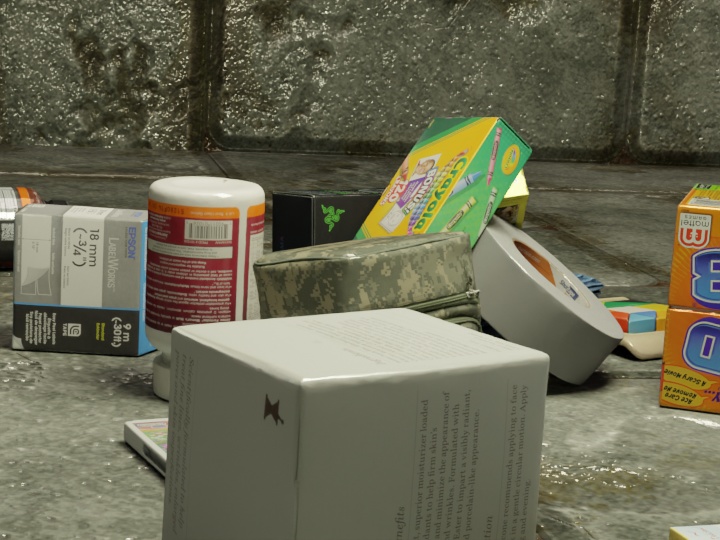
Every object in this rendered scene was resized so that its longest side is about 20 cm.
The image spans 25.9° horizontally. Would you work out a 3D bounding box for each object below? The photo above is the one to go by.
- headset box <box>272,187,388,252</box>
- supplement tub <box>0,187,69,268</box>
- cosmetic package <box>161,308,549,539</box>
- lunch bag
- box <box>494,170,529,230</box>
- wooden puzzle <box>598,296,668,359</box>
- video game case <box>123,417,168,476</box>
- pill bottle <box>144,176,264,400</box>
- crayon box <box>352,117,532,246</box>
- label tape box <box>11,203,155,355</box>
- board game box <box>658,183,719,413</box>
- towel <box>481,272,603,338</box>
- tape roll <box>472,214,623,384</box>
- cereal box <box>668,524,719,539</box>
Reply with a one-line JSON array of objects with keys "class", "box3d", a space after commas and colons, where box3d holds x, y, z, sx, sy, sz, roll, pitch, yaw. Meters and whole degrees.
[{"class": "headset box", "box3d": [0.000, 0.000, 1.670, 0.200, 0.175, 0.093, -2, 6, -32]}, {"class": "supplement tub", "box3d": [-0.477, -0.055, 2.024, 0.199, 0.107, 0.107, -1, 11, -24]}, {"class": "cosmetic package", "box3d": [-0.006, 0.124, 1.035, 0.200, 0.165, 0.165, -3, 12, -35]}, {"class": "lunch bag", "box3d": [0.015, 0.057, 1.403, 0.139, 0.168, 0.200, -2, 6, 41]}, {"class": "box", "box3d": [0.146, -0.063, 1.738, 0.050, 0.075, 0.200, -10, -27, -5]}, {"class": "wooden puzzle", "box3d": [0.319, 0.059, 1.841, 0.185, 0.037, 0.200, -4, 13, -35]}, {"class": "video game case", "box3d": [-0.093, 0.151, 1.266, 0.143, 0.018, 0.200, -1, 12, -26]}, {"class": "pill bottle", "box3d": [-0.147, 0.018, 1.469, 0.109, 0.201, 0.110, 3, 11, -1]}, {"class": "crayon box", "box3d": [0.073, -0.061, 1.584, 0.058, 0.200, 0.119, 41, -17, -28]}, {"class": "label tape box", "box3d": [-0.257, 0.010, 1.628, 0.199, 0.145, 0.063, 3, 10, 0]}, {"class": "board game box", "box3d": [0.419, 0.029, 1.579, 0.199, 0.201, 0.200, 6, 11, 16]}, {"class": "towel", "box3d": [0.170, 0.037, 1.793, 0.200, 0.049, 0.112, -15, 13, -32]}, {"class": "tape roll", "box3d": [0.175, 0.026, 1.610, 0.200, 0.066, 0.200, 38, 14, -12]}, {"class": "cereal box", "box3d": [0.324, 0.205, 1.043, 0.199, 0.040, 0.144, -1, 11, -17]}]
